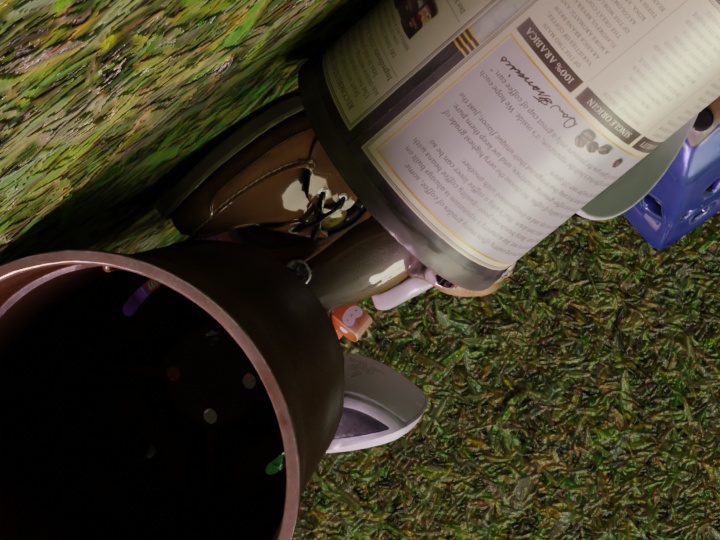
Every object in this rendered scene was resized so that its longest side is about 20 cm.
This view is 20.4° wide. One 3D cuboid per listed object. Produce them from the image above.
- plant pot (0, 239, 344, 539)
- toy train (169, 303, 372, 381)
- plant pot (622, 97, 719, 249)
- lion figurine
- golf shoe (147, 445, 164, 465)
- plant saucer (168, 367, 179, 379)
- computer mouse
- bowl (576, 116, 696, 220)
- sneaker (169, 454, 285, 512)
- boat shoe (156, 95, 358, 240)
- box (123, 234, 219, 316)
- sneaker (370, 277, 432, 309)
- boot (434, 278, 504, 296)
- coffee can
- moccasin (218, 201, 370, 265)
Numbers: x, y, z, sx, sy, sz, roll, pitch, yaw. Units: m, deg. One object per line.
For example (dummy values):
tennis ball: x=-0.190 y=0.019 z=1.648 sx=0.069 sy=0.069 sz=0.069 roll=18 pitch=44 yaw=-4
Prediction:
plant pot: x=-0.101 y=0.072 z=1.003 sx=0.200 sy=0.201 sz=0.198 roll=-39 pitch=180 yaw=17
toy train: x=-0.052 y=0.054 z=1.314 sx=0.200 sy=0.055 sz=0.151 roll=-47 pitch=155 yaw=-29
plant pot: x=0.226 y=-0.159 z=1.367 sx=0.200 sy=0.200 sz=0.180 roll=-37 pitch=170 yaw=-5
lion figurine: x=0.000 y=0.000 z=1.156 sx=0.199 sy=0.073 sz=0.122 roll=-19 pitch=-173 yaw=-3
golf shoe: x=-0.141 y=0.164 z=1.197 sx=0.095 sy=0.077 sz=0.200 roll=-62 pitch=-166 yaw=13
plant saucer: x=-0.158 y=0.094 z=1.367 sx=0.200 sy=0.032 sz=0.200 roll=-37 pitch=175 yaw=-4
computer mouse: x=-0.060 y=0.075 z=1.151 sx=0.199 sy=0.044 sz=0.110 roll=-8 pitch=-160 yaw=14
bowl: x=0.132 y=-0.137 z=1.171 sx=0.201 sy=0.090 sz=0.202 roll=-36 pitch=137 yaw=-42
sneaker: x=-0.087 y=0.133 z=1.158 sx=0.200 sy=0.085 sz=0.078 roll=-73 pitch=175 yaw=-65
boat shoe: x=-0.028 y=-0.055 z=1.098 sx=0.072 sy=0.068 sz=0.200 roll=-39 pitch=176 yaw=42
box: x=-0.122 y=0.023 z=1.375 sx=0.137 sy=0.039 sz=0.200 roll=-35 pitch=175 yaw=-32
sneaker: x=0.018 y=-0.040 z=1.402 sx=0.070 sy=0.100 sz=0.200 roll=-26 pitch=-167 yaw=4
boot: x=0.070 y=-0.105 z=1.309 sx=0.201 sy=0.072 sz=0.156 roll=-87 pitch=178 yaw=-45
coffee can: x=0.090 y=-0.107 z=0.977 sx=0.200 sy=0.147 sz=0.146 roll=-39 pitch=176 yaw=20
moccasin: x=-0.034 y=-0.042 z=1.247 sx=0.078 sy=0.074 sz=0.201 roll=-51 pitch=180 yaw=30
